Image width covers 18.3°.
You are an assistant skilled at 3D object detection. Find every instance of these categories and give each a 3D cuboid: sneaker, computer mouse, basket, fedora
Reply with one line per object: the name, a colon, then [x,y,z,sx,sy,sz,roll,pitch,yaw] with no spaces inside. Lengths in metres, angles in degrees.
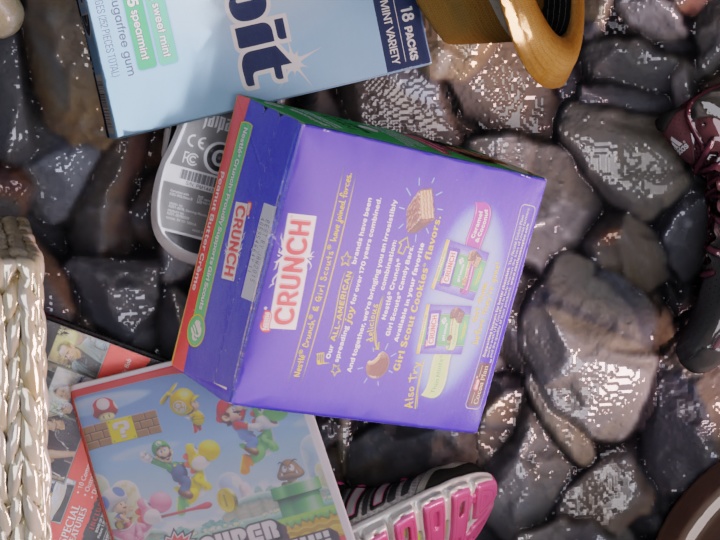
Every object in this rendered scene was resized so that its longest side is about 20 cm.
sneaker: [0.224,-0.044,1.422,0.115,0.076,0.201,30,83,-7]
computer mouse: [-0.084,-0.103,1.378,0.109,0.044,0.202,16,91,-15]
basket: [-0.261,0.069,1.275,0.159,0.198,0.202,-3,99,-10]
sneaker: [-0.007,0.159,1.414,0.199,0.087,0.074,-23,136,-24]
fedora: [0.071,-0.202,1.333,0.081,0.201,0.202,-12,102,22]

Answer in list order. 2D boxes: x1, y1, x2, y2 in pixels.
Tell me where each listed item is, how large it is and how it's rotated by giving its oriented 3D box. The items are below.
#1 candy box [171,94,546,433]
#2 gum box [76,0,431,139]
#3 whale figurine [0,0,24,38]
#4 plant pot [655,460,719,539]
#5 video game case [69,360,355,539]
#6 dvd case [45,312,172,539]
candy box: [0.000,0.000,1.347,0.199,0.077,0.171,10,98,-41]
gum box: [-0.072,-0.183,1.329,0.198,0.045,0.172,-14,97,-13]
whale figurine: [-0.279,-0.157,1.325,0.157,0.104,0.202,-4,124,-8]
plant pot: [0.299,0.222,1.418,0.198,0.175,0.202,-1,99,-9]
video game case: [-0.083,0.143,1.349,0.142,0.017,0.201,-13,64,-14]
dvd case: [-0.213,0.097,1.401,0.198,0.022,0.147,20,96,-12]
